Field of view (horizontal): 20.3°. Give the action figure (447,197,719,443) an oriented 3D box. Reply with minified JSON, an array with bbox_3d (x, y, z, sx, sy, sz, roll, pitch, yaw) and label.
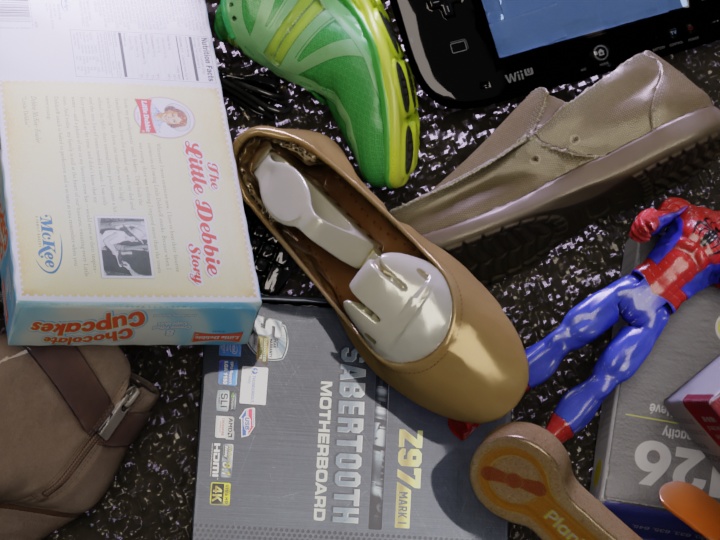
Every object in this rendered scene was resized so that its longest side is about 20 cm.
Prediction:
[{"bbox_3d":[0.135,0.017,0.963,0.200,0.099,0.065,-43,85,-16],"label":"action figure"}]

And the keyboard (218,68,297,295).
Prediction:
[{"bbox_3d":[-0.113,-0.068,1.052,0.199,0.021,0.128,23,79,2],"label":"keyboard"}]

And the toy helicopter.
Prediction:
[{"bbox_3d":[0.135,0.141,0.923,0.200,0.079,0.132,44,125,-2],"label":"toy helicopter"}]

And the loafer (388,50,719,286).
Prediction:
[{"bbox_3d":[0.089,-0.049,1.030,0.199,0.076,0.068,-23,68,-2],"label":"loafer"}]

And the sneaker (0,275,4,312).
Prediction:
[{"bbox_3d":[-0.208,0.025,0.999,0.113,0.076,0.201,4,77,1],"label":"sneaker"}]

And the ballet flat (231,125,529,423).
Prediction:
[{"bbox_3d":[0.000,0.000,0.965,0.069,0.063,0.200,-52,57,10],"label":"ballet flat"}]

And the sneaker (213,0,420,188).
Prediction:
[{"bbox_3d":[-0.029,-0.126,1.048,0.083,0.074,0.201,-28,79,7],"label":"sneaker"}]

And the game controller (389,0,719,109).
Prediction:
[{"bbox_3d":[0.112,-0.153,1.057,0.199,0.042,0.105,-17,78,-12],"label":"game controller"}]

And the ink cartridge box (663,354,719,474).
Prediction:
[{"bbox_3d":[0.241,0.113,0.922,0.083,0.146,0.200,-38,86,-2],"label":"ink cartridge box"}]

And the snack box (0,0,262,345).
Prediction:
[{"bbox_3d":[-0.121,-0.055,0.974,0.115,0.037,0.201,1,53,-18],"label":"snack box"}]

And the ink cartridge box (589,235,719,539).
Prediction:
[{"bbox_3d":[0.220,0.092,1.020,0.196,0.047,0.201,10,76,-1],"label":"ink cartridge box"}]

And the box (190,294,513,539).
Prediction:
[{"bbox_3d":[-0.006,0.116,1.000,0.157,0.051,0.201,5,79,-5],"label":"box"}]

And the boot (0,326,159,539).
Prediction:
[{"bbox_3d":[-0.182,0.067,0.942,0.146,0.200,0.070,-47,58,-5],"label":"boot"}]
